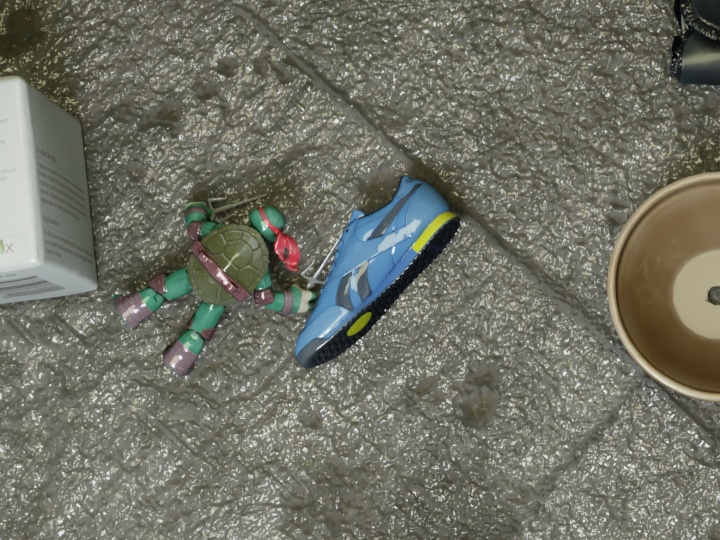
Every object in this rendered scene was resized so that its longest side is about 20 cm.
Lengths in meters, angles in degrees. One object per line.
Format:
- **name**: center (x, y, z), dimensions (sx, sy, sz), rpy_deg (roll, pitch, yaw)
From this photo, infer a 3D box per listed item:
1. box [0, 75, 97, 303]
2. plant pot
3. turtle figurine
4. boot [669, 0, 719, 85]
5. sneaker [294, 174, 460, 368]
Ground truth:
- **box**: center (-0.360, -0.062, 1.698), dimensions (0.199, 0.199, 0.172), rpy_deg (-7, 83, 6)
- **plant pot**: center (0.317, 0.017, 1.664), dimensions (0.200, 0.093, 0.202), rpy_deg (-1, 85, 6)
- **turtle figurine**: center (-0.123, -0.004, 1.720), dimensions (0.200, 0.101, 0.150), rpy_deg (-42, 78, 8)
- **boot**: center (0.371, -0.255, 1.695), dimensions (0.168, 0.076, 0.201), rpy_deg (11, 91, 4)
- **sneaker**: center (0.000, 0.000, 1.721), dimensions (0.078, 0.066, 0.200), rpy_deg (42, 88, 16)
